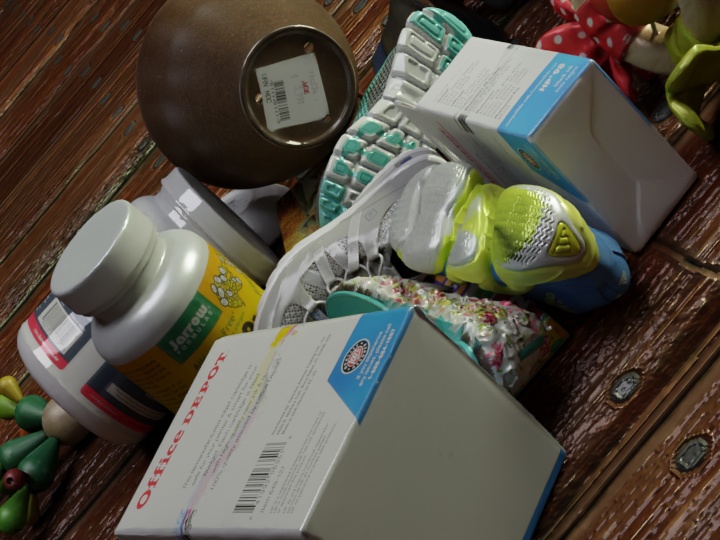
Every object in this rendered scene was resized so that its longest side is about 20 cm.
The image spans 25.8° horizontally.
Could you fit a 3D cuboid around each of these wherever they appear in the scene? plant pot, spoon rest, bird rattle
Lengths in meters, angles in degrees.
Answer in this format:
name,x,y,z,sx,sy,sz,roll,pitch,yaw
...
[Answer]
name,x,y,z,sx,sy,sz,roll,pitch,yaw
plant pot,-0.076,-0.150,1.271,0.188,0.187,0.200,-51,18,-4
spoon rest,-0.141,-0.014,1.419,0.198,0.061,0.100,-28,32,11
bird rattle,0.185,-0.174,1.014,0.112,0.164,0.200,-35,33,-14

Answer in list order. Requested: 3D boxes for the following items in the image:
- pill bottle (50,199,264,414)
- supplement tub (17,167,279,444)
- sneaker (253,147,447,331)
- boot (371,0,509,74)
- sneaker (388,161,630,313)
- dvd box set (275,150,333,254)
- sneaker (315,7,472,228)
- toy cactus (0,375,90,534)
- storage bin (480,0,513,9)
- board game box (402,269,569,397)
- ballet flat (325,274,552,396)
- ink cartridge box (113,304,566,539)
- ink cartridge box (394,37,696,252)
name,x,y,z,sx,sy,sz,roll,pitch,yaw
pill bottle,-0.123,0.042,1.140,0.112,0.200,0.113,-36,29,23
supplement tub,-0.174,0.030,1.300,0.200,0.140,0.140,-47,27,3
sneaker,0.000,0.000,1.091,0.201,0.075,0.082,-52,26,-1
boot,0.065,-0.178,1.316,0.098,0.074,0.201,-64,28,28
sneaker,0.096,-0.010,0.988,0.076,0.104,0.200,-62,26,-1
dvd box set,-0.001,-0.048,1.261,0.146,0.029,0.201,-42,27,15
sneaker,0.022,-0.101,1.202,0.201,0.077,0.091,-60,7,-21
toy cactus,-0.297,0.147,1.409,0.164,0.103,0.200,-35,20,6
storage bin,0.133,-0.323,1.322,0.135,0.144,0.202,120,170,-50
board game box,0.062,0.037,1.060,0.096,0.030,0.200,-49,24,2
ballet flat,0.051,0.040,0.990,0.063,0.076,0.199,-26,23,-24
ink cartridge box,-0.015,0.129,0.921,0.199,0.144,0.148,-10,45,52
ink cartridge box,0.116,-0.090,1.040,0.067,0.116,0.200,-51,27,-5
